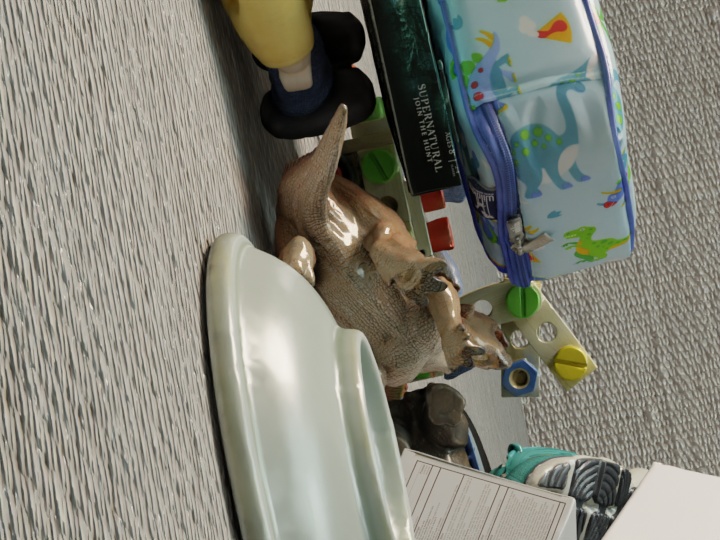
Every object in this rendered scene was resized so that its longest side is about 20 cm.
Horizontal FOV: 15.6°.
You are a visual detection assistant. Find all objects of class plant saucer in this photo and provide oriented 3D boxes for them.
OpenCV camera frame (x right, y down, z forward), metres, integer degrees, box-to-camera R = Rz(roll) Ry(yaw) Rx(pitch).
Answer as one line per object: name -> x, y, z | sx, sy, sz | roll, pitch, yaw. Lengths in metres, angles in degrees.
plant saucer -> -0.012, 0.080, 1.019 | 0.200, 0.050, 0.201 | -12, 90, -85

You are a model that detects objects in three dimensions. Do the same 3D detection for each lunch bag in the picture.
lunch bag -> 0.078, -0.101, 1.296 | 0.161, 0.082, 0.201 | 71, 5, -67

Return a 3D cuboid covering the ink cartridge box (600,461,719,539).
ink cartridge box -> 0.141, 0.211, 1.252 | 0.146, 0.084, 0.201 | -39, 144, -65

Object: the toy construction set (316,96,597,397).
toy construction set -> 0.042, -0.024, 1.384 | 0.092, 0.130, 0.201 | 59, 20, -76

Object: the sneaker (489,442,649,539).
sneaker -> 0.100, 0.128, 1.399 | 0.078, 0.079, 0.200 | -69, 162, -1

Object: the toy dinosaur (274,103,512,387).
toy dinosaur -> 0.000, 0.000, 1.189 | 0.136, 0.086, 0.200 | -104, 169, -56

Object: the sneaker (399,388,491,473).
sneaker -> 0.058, 0.164, 1.468 | 0.078, 0.070, 0.201 | 22, 57, -82

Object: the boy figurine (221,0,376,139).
boy figurine -> -0.039, -0.147, 1.182 | 0.200, 0.064, 0.125 | 77, 4, -57

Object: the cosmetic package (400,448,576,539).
cosmetic package -> 0.056, 0.162, 1.219 | 0.200, 0.082, 0.051 | 81, 31, -55

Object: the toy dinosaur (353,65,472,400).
toy dinosaur -> 0.004, -0.024, 1.500 | 0.200, 0.105, 0.182 | -52, -127, 46

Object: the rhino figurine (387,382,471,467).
rhino figurine -> 0.042, 0.156, 1.363 | 0.087, 0.059, 0.201 | -152, -127, -85

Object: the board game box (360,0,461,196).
board game box -> 0.016, -0.120, 1.243 | 0.200, 0.028, 0.136 | -100, 177, -77
